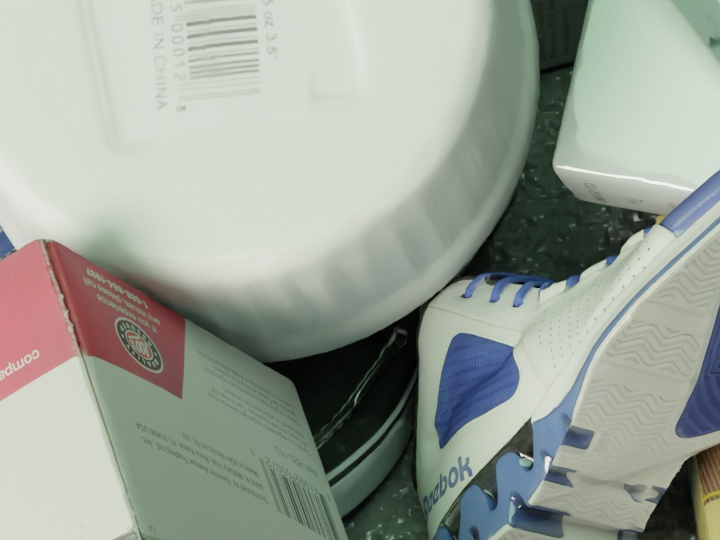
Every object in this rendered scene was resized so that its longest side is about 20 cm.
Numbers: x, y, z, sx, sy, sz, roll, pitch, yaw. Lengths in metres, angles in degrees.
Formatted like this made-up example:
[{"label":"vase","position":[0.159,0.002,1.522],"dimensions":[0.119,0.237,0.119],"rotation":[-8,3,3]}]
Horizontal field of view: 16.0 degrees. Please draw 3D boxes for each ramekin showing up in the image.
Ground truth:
[{"label":"ramekin","position":[-0.042,-0.076,0.834],"dimensions":[0.199,0.098,0.202],"rotation":[-1,79,5]}]

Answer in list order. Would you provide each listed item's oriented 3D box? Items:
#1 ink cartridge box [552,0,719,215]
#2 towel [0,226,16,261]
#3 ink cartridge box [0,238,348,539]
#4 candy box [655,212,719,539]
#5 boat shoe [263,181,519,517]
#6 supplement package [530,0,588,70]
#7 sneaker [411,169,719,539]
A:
[{"label":"ink cartridge box","position":[0.171,-0.109,0.863],"dimensions":[0.173,0.044,0.201],"rotation":[10,81,18]},{"label":"towel","position":[-0.215,-0.044,0.998],"dimensions":[0.145,0.024,0.200],"rotation":[-40,60,-23]},{"label":"ink cartridge box","position":[-0.058,0.111,0.762],"dimensions":[0.083,0.146,0.201],"rotation":[-32,56,16]},{"label":"candy box","position":[0.167,0.067,0.840],"dimensions":[0.115,0.055,0.201],"rotation":[-6,52,3]},{"label":"boat shoe","position":[0.003,0.001,0.903],"dimensions":[0.073,0.068,0.200],"rotation":[22,59,22]},{"label":"supplement package","position":[-0.003,-0.138,0.975],"dimensions":[0.199,0.118,0.117],"rotation":[-16,57,-4]},{"label":"sneaker","position":[0.070,0.026,0.827],"dimensions":[0.080,0.200,0.115],"rotation":[19,30,-32]}]
